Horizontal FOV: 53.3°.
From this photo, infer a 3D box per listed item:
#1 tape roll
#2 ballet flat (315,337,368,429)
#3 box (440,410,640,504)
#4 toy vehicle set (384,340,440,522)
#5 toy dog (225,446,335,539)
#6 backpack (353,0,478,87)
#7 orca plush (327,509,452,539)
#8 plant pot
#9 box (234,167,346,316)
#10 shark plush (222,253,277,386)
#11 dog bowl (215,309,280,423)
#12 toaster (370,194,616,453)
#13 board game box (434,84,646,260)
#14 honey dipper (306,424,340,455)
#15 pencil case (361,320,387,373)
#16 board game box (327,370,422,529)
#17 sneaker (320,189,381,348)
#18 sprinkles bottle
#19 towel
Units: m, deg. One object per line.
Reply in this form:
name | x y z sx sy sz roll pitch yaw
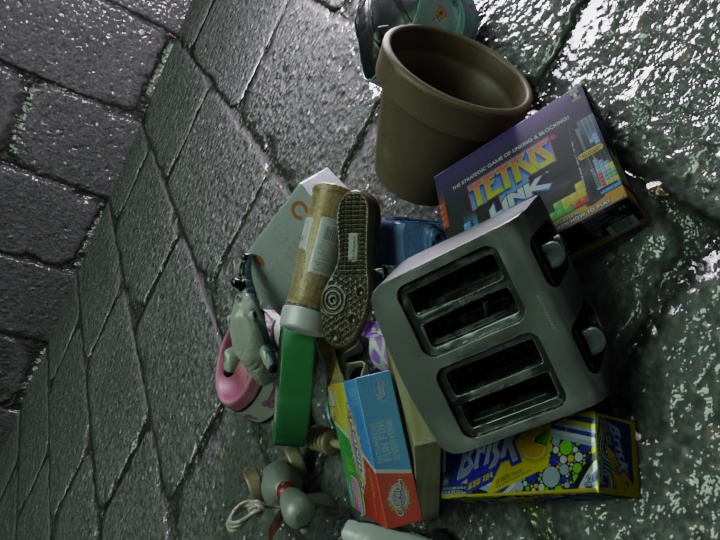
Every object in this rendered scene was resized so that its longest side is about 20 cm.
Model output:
tape roll | -0.099 0.155 1.058 0.200 0.047 0.205 -175 90 -82
ballet flat | -0.022 0.134 1.024 0.071 0.070 0.202 -48 36 31
box | 0.166 0.187 0.696 0.199 0.064 0.071 -24 54 49
toy vehicle set | 0.058 0.177 0.784 0.202 0.026 0.126 83 174 -51
toy dog | -0.101 0.327 1.001 0.130 0.098 0.200 -22 11 5
backpack | 0.078 -0.348 1.030 0.176 0.152 0.202 -44 31 39
orca plush | 0.043 0.341 0.797 0.197 0.105 0.072 -1 112 33
plant pot | 0.093 -0.185 0.913 0.202 0.197 0.176 -106 30 -43
box | -0.083 -0.038 1.117 0.200 0.124 0.097 -46 -2 33
shark plush | -0.173 0.080 1.103 0.090 0.083 0.203 -20 86 20
dog bowl | -0.185 0.158 1.246 0.199 0.073 0.203 -32 49 46
toaster | 0.118 0.051 0.676 0.198 0.118 0.183 -25 92 23
board game box | 0.182 -0.079 0.772 0.198 0.056 0.167 -31 47 28
honey dipper | -0.008 0.239 0.965 0.199 0.038 0.039 -4 70 55
pencil case | 0.087 0.085 0.852 0.199 0.085 0.085 -9 46 53
board game box | 0.010 0.199 0.818 0.200 0.040 0.156 132 127 -74
sneaker | 0.000 0.000 0.937 0.069 0.075 0.204 10 92 25
sprinkles bottle | -0.055 -0.014 0.975 0.068 0.067 0.204 -5 68 56
towel | 0.068 -0.012 0.940 0.199 0.048 0.114 13 108 64
